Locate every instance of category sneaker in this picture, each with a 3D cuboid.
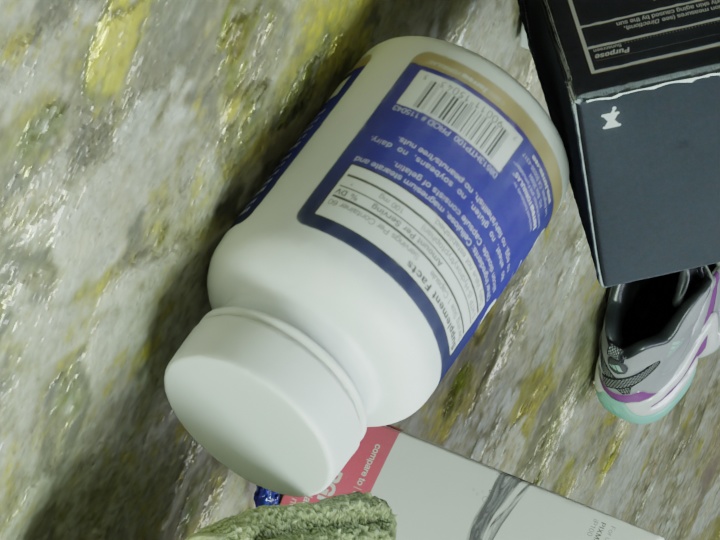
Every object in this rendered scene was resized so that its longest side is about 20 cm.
[{"bbox_3d":[0.224,-0.003,1.956,0.201,0.077,0.140,-58,160,-22],"label":"sneaker"}]

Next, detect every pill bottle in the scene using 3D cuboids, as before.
[{"bbox_3d":[0.000,0.000,1.326,0.200,0.119,0.120,-53,157,-30],"label":"pill bottle"}]

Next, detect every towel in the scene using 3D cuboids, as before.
[{"bbox_3d":[-0.073,0.138,1.306,0.200,0.148,0.037,2,66,-68],"label":"towel"}]

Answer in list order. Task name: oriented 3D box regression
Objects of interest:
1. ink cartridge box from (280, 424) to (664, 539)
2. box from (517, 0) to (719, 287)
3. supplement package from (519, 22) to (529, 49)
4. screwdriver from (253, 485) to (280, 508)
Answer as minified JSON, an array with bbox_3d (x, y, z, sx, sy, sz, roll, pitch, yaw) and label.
[{"bbox_3d":[0.067,0.161,1.555,0.083,0.199,0.147,-63,160,-15],"label":"ink cartridge box"},{"bbox_3d":[0.183,-0.113,1.384,0.199,0.198,0.124,-101,178,-51],"label":"box"},{"bbox_3d":[0.171,-0.206,1.537,0.117,0.116,0.201,-44,152,-45],"label":"supplement package"},{"bbox_3d":[-0.048,0.138,1.483,0.028,0.029,0.201,-41,143,-49],"label":"screwdriver"}]
